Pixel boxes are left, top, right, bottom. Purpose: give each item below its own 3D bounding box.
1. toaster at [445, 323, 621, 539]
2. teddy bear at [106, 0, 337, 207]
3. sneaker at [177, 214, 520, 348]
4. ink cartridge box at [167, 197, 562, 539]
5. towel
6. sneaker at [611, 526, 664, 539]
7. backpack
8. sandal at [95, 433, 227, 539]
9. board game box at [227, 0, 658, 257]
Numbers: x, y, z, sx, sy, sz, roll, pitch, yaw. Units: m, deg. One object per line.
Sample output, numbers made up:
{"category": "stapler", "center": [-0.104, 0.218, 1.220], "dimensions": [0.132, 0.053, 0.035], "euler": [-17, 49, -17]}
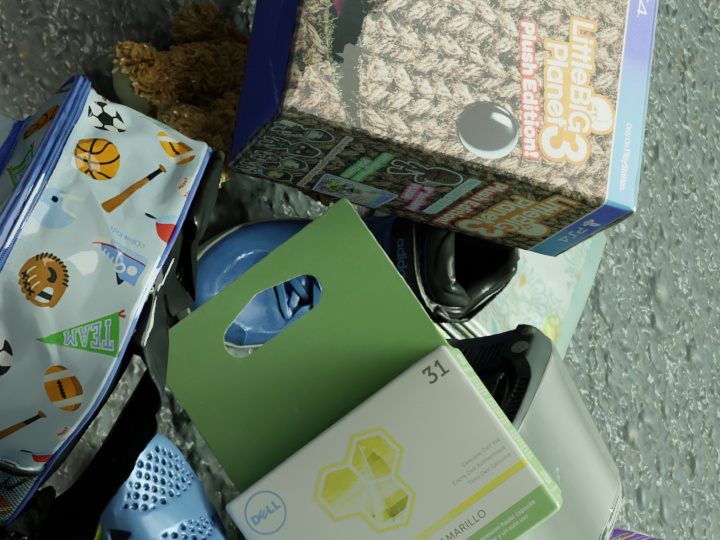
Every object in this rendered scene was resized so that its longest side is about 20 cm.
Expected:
{"category": "toaster", "center": [0.070, 0.137, 1.037], "dimensions": [0.129, 0.113, 0.200], "euler": [55, 44, -23]}
{"category": "teddy bear", "center": [-0.057, -0.099, 1.035], "dimensions": [0.199, 0.067, 0.145], "euler": [8, 35, -42]}
{"category": "sneaker", "center": [0.000, -0.001, 1.020], "dimensions": [0.199, 0.111, 0.077], "euler": [-5, 85, -34]}
{"category": "ink cartridge box", "center": [-0.010, 0.081, 0.936], "dimensions": [0.200, 0.145, 0.048], "euler": [54, 6, 7]}
{"category": "towel", "center": [0.086, -0.016, 1.207], "dimensions": [0.171, 0.048, 0.200], "euler": [49, 44, -26]}
{"category": "sneaker", "center": [0.152, 0.236, 1.137], "dimensions": [0.200, 0.083, 0.081], "euler": [-63, 141, -43]}
{"category": "backpack", "center": [-0.148, 0.004, 0.812], "dimensions": [0.154, 0.190, 0.201], "euler": [27, 54, -21]}
{"category": "sandal", "center": [-0.070, 0.172, 0.917], "dimensions": [0.079, 0.087, 0.201], "euler": [-33, 99, -48]}
{"category": "board game box", "center": [0.047, -0.116, 0.964], "dimensions": [0.199, 0.097, 0.160], "euler": [14, 72, -18]}
